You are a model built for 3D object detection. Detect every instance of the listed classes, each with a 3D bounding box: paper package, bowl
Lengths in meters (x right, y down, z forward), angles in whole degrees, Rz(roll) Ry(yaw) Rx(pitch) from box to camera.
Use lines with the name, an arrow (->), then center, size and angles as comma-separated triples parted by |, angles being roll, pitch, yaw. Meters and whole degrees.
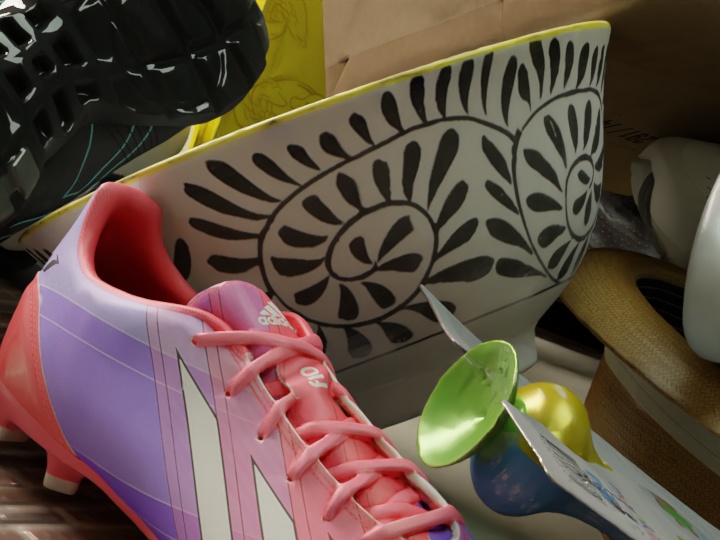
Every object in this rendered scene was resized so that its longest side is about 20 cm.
paper package -> 0.110, -0.110, 0.762 | 0.199, 0.105, 0.190 | 11, -19, -42
bowl -> 0.000, 0.000, 0.634 | 0.199, 0.095, 0.201 | -19, 0, 0

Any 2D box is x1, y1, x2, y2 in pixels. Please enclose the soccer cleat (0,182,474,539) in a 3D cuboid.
soccer cleat -> -0.021, 0.047, 0.492 | 0.199, 0.077, 0.066 | 31, 14, 39

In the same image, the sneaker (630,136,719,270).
sneaker -> 0.194, -0.020, 0.788 | 0.198, 0.087, 0.075 | 14, 53, -28

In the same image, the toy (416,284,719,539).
toy -> 0.088, 0.093, 0.523 | 0.200, 0.047, 0.115 | 42, 6, -24

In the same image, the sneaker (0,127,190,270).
sneaker -> -0.116, -0.044, 0.745 | 0.129, 0.080, 0.198 | 40, 14, 36

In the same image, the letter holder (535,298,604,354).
letter holder -> 0.142, 0.001, 0.995 | 0.198, 0.101, 0.143 | 19, 43, -20

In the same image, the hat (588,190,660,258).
hat -> 0.160, -0.072, 0.938 | 0.199, 0.081, 0.202 | 19, 45, -20

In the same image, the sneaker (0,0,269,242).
sneaker -> -0.109, -0.055, 0.638 | 0.200, 0.079, 0.076 | -34, 94, -46

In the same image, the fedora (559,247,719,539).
fedora -> 0.135, 0.072, 0.682 | 0.199, 0.082, 0.201 | 29, 15, -8

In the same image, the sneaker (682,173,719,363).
sneaker -> 0.181, -0.006, 0.630 | 0.099, 0.071, 0.199 | 15, 18, 35

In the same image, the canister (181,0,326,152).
canister -> -0.045, -0.088, 0.911 | 0.086, 0.150, 0.200 | 17, 11, -22
